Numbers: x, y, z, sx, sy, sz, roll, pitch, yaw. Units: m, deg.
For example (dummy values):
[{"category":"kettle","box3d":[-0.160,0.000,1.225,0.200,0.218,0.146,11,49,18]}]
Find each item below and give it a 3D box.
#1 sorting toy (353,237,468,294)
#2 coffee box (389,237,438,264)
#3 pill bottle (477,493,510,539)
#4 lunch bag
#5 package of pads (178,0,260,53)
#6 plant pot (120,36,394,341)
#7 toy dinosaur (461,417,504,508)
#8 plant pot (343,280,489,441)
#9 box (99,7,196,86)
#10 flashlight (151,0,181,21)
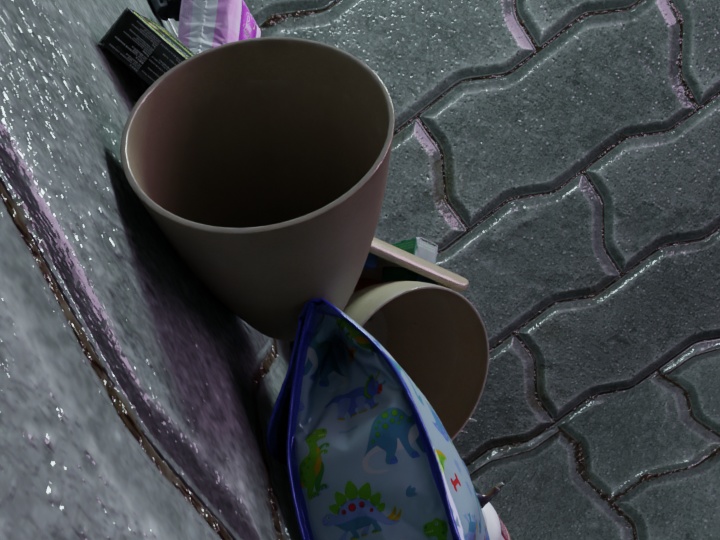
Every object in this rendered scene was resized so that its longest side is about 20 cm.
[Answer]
[{"category":"sorting toy","box3d":[0.000,0.000,0.944,0.184,0.037,0.200,23,-15,-23]},{"category":"coffee box","box3d":[0.037,0.064,1.088,0.044,0.123,0.202,21,69,-33]},{"category":"pill bottle","box3d":[0.150,0.379,1.163,0.114,0.112,0.200,64,2,33]},{"category":"lunch bag","box3d":[0.011,0.136,0.614,0.170,0.126,0.202,58,15,-64]},{"category":"package of pads","box3d":[-0.201,-0.332,1.174,0.200,0.075,0.122,26,73,-86]},{"category":"plant pot","box3d":[-0.062,-0.038,0.627,0.201,0.186,0.188,83,-15,-53]},{"category":"toy dinosaur","box3d":[0.076,0.203,0.935,0.182,0.105,0.200,46,15,15]},{"category":"plant pot","box3d":[0.023,0.098,0.902,0.134,0.200,0.201,24,-31,54]},{"category":"box","box3d":[-0.144,-0.165,0.801,0.200,0.048,0.193,41,8,-11]},{"category":"flashlight","box3d":[-0.300,-0.458,1.191,0.201,0.067,0.068,62,0,13]}]
